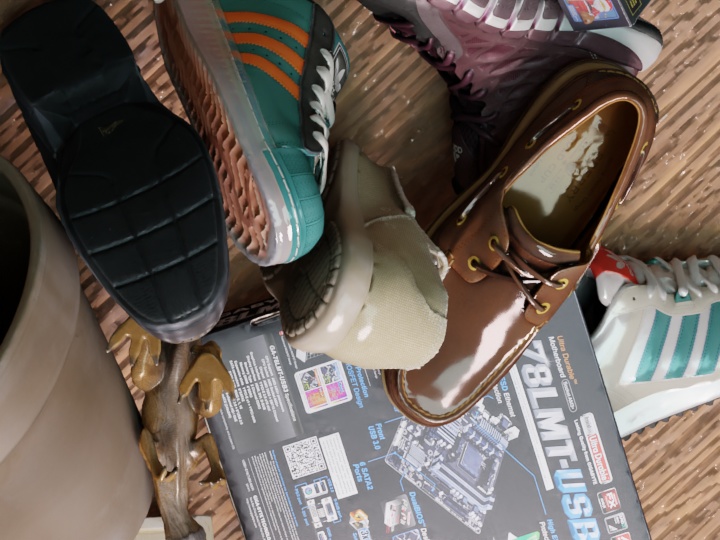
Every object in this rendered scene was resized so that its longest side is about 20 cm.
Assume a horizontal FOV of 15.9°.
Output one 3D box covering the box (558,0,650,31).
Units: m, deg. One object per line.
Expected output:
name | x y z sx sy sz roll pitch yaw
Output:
box | 0.107 -0.234 1.219 0.137 0.038 0.200 -50 124 -33

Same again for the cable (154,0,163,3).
cable | -0.117 -0.222 1.175 0.050 0.097 0.201 -5 95 -53

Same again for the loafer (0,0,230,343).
loafer | -0.104 -0.037 1.168 0.073 0.200 0.072 -21 141 -5

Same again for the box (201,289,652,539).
box | 0.032 0.094 1.306 0.198 0.050 0.201 -19 100 -2

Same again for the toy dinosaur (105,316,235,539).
toy dinosaur | -0.087 0.042 1.214 0.060 0.106 0.201 5 73 -2

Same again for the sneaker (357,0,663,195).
sneaker | 0.049 -0.094 1.271 0.200 0.076 0.116 14 108 -25

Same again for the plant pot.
plant pot | -0.187 0.067 1.197 0.200 0.200 0.174 -42 136 -1

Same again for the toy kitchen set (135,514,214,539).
toy kitchen set | -0.168 0.246 1.326 0.163 0.180 0.201 0 71 -24

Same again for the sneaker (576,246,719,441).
sneaker | 0.158 0.022 1.357 0.199 0.070 0.094 -25 122 -6

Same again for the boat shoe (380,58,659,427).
boat shoe | 0.074 -0.012 1.235 0.072 0.068 0.200 33 94 -8

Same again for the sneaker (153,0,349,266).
sneaker | -0.037 -0.082 1.173 0.080 0.200 0.072 -7 134 -14

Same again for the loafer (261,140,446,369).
loafer | 0.000 0.000 1.209 0.068 0.200 0.076 31 108 -13
